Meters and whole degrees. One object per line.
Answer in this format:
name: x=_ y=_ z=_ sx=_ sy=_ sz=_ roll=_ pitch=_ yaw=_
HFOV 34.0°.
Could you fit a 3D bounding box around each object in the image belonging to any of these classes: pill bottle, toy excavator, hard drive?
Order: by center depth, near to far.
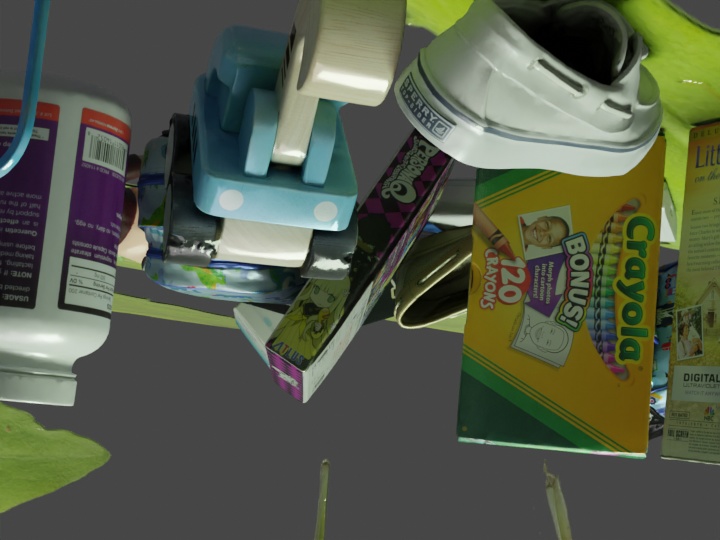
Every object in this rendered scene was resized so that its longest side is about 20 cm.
toy excavator: x=-0.036 y=-0.083 z=0.576 sx=0.099 sy=0.201 sz=0.195 roll=6 pitch=-146 yaw=-14
pill bottle: x=-0.211 y=-0.018 z=0.754 sx=0.111 sy=0.202 sz=0.112 roll=5 pitch=173 yaw=1
hard drive: x=0.150 y=-0.049 z=0.954 sx=0.198 sy=0.027 sz=0.132 roll=2 pitch=172 yaw=19

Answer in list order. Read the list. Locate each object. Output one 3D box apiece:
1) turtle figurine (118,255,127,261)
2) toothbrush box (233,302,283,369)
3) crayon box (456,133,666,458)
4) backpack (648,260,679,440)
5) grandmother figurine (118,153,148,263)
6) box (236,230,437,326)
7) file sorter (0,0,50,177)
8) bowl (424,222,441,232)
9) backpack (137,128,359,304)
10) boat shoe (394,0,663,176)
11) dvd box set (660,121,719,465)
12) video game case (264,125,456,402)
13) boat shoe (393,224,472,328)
turtle figurine: x=-0.289 y=-0.011 z=0.966 sx=0.143 sy=0.202 sz=0.193 roll=-4 pitch=-175 yaw=34
toothbrush box: x=-0.055 y=0.036 z=1.256 sx=0.146 sy=0.086 sz=0.200 roll=-38 pitch=179 yaw=-7
crayon box: x=0.128 y=0.013 z=0.754 sx=0.118 sy=0.202 sz=0.058 roll=4 pitch=174 yaw=8
backpack: x=0.323 y=0.072 z=1.225 sx=0.134 sy=0.184 sz=0.199 roll=28 pitch=149 yaw=-27
grandmother figurine: x=-0.195 y=-0.041 z=0.933 sx=0.060 sy=0.122 sz=0.199 roll=16 pitch=176 yaw=36
box: x=-0.014 y=-0.002 z=1.040 sx=0.159 sy=0.044 sz=0.199 roll=-15 pitch=-163 yaw=-36
file sorter: x=-0.212 y=-0.106 z=0.373 sx=0.138 sy=0.124 sz=0.199 roll=1 pitch=173 yaw=32
bowl: x=0.126 y=-0.018 z=1.172 sx=0.198 sy=0.040 sz=0.201 roll=5 pitch=173 yaw=1
backpack: x=-0.083 y=-0.039 z=0.832 sx=0.161 sy=0.155 sz=0.200 roll=11 pitch=161 yaw=3
boat shoe: x=0.096 y=-0.085 z=0.519 sx=0.065 sy=0.074 sz=0.199 roll=-50 pitch=162 yaw=30
dvd box set: x=0.233 y=0.010 z=0.648 sx=0.029 sy=0.202 sz=0.146 roll=11 pitch=170 yaw=-29
video game case: x=0.000 y=0.000 z=0.808 sx=0.036 sy=0.182 sz=0.200 roll=34 pitch=170 yaw=4
boat shoe: x=0.113 y=-0.011 z=0.878 sx=0.199 sy=0.063 sz=0.073 roll=-20 pitch=124 yaw=24
